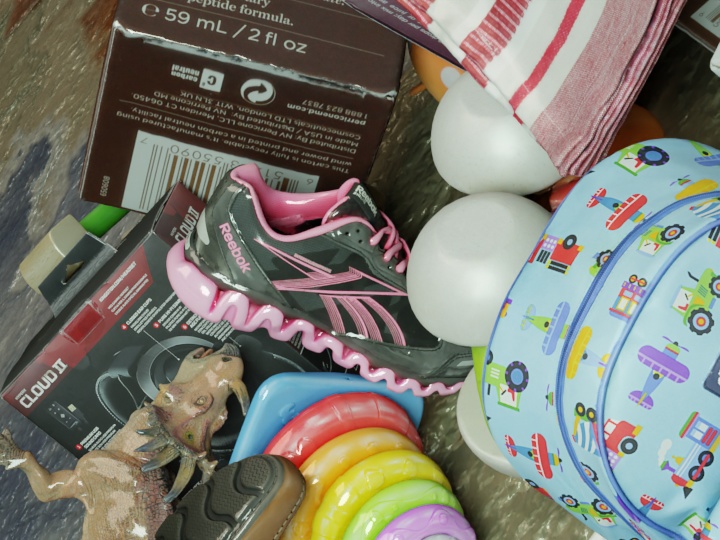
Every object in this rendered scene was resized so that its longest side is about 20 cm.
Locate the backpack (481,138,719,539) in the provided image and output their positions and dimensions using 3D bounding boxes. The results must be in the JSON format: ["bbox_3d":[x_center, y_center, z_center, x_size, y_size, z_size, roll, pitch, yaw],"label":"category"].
[{"bbox_3d":[0.161,0.047,1.119,0.183,0.200,0.134,-58,26,-3],"label":"backpack"}]

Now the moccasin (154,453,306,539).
[{"bbox_3d":[-0.081,0.186,1.398,0.202,0.078,0.074,-63,26,10],"label":"moccasin"}]

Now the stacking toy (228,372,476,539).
[{"bbox_3d":[0.021,0.142,1.400,0.200,0.116,0.110,38,116,48],"label":"stacking toy"}]

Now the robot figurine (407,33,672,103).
[{"bbox_3d":[0.105,-0.160,1.541,0.200,0.144,0.117,-54,2,15],"label":"robot figurine"}]

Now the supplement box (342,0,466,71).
[{"bbox_3d":[0.097,-0.202,1.377,0.200,0.103,0.131,-22,51,48],"label":"supplement box"}]

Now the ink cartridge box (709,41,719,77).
[{"bbox_3d":[0.261,-0.096,1.099,0.083,0.200,0.146,5,66,61],"label":"ink cartridge box"}]

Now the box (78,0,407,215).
[{"bbox_3d":[-0.060,-0.143,1.577,0.164,0.165,0.201,109,173,-53],"label":"box"}]

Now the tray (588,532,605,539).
[{"bbox_3d":[0.140,0.131,1.270,0.200,0.022,0.107,-55,27,7],"label":"tray"}]

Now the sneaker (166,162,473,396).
[{"bbox_3d":[0.000,0.000,1.451,0.079,0.199,0.096,-94,25,-61],"label":"sneaker"}]

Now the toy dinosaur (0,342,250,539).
[{"bbox_3d":[-0.120,0.145,1.479,0.135,0.086,0.201,1,100,33],"label":"toy dinosaur"}]

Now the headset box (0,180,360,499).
[{"bbox_3d":[-0.097,0.060,1.550,0.149,0.200,0.077,-46,10,24],"label":"headset box"}]

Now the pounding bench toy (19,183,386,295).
[{"bbox_3d":[-0.105,-0.022,1.664,0.124,0.200,0.156,-32,37,43],"label":"pounding bench toy"}]

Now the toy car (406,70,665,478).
[{"bbox_3d":[0.114,0.000,1.340,0.149,0.175,0.201,-2,51,16],"label":"toy car"}]

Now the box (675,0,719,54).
[{"bbox_3d":[0.202,-0.189,1.422,0.075,0.100,0.200,-42,30,30],"label":"box"}]

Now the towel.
[{"bbox_3d":[0.076,-0.157,1.278,0.200,0.023,0.144,49,128,35],"label":"towel"}]
